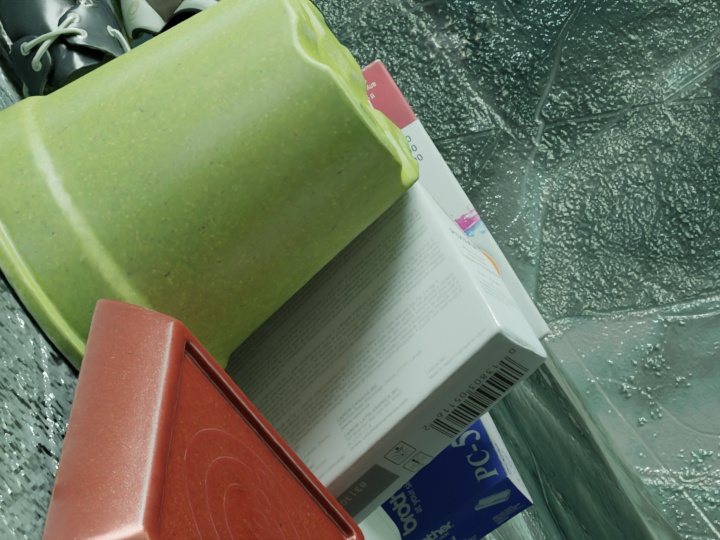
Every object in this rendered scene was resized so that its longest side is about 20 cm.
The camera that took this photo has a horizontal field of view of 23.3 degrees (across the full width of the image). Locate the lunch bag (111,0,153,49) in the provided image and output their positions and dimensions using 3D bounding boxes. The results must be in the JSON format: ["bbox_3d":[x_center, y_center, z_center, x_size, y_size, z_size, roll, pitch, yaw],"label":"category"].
[{"bbox_3d":[-0.168,-0.171,1.209,0.200,0.082,0.161,52,10,-21],"label":"lunch bag"}]

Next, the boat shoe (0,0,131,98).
[{"bbox_3d":[-0.167,-0.120,1.047,0.200,0.075,0.060,54,3,-10],"label":"boat shoe"}]

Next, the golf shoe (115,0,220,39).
[{"bbox_3d":[-0.101,-0.172,1.135,0.200,0.077,0.095,8,74,-57],"label":"golf shoe"}]

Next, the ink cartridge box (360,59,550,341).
[{"bbox_3d":[0.000,0.000,1.103,0.201,0.145,0.145,57,-8,1],"label":"ink cartridge box"}]

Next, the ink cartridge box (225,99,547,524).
[{"bbox_3d":[-0.005,0.025,0.958,0.047,0.160,0.200,31,22,-42],"label":"ink cartridge box"}]

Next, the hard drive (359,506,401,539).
[{"bbox_3d":[-0.011,0.164,1.006,0.132,0.027,0.200,52,10,-20],"label":"hard drive"}]

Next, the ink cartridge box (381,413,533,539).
[{"bbox_3d":[0.045,0.115,1.273,0.044,0.094,0.200,48,11,-41],"label":"ink cartridge box"}]

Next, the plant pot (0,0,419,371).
[{"bbox_3d":[-0.077,-0.050,0.911,0.201,0.184,0.200,54,8,-11],"label":"plant pot"}]

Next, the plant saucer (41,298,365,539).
[{"bbox_3d":[-0.054,0.125,0.778,0.200,0.037,0.200,53,18,-26],"label":"plant saucer"}]
